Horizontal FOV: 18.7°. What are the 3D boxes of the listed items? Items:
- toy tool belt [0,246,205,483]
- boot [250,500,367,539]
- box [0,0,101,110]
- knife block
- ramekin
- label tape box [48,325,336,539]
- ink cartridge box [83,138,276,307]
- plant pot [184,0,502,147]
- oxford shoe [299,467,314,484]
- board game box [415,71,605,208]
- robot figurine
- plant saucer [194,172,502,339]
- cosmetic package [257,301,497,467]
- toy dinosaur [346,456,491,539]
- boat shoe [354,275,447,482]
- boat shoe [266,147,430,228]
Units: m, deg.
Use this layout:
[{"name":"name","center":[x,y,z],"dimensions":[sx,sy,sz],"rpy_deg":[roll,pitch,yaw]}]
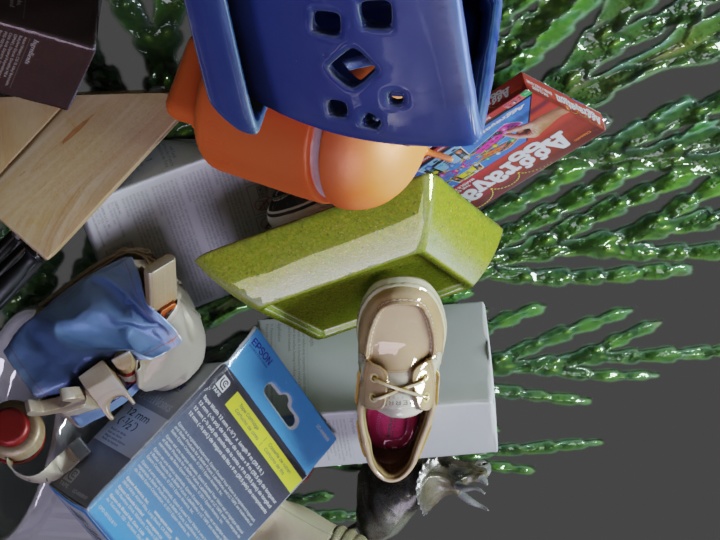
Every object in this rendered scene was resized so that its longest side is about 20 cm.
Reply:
[{"name":"toy tool belt","center":[-0.214,0.064,1.665],"dimensions":[0.200,0.125,0.123],"rpy_deg":[-38,164,-7]},{"name":"boot","center":[-0.075,0.263,2.025],"dimensions":[0.155,0.073,0.200],"rpy_deg":[26,147,4]},{"name":"box","center":[-0.282,-0.190,1.498],"dimensions":[0.200,0.100,0.075],"rpy_deg":[13,138,-17]},{"name":"knife block","center":[-0.224,-0.046,1.625],"dimensions":[0.200,0.064,0.176],"rpy_deg":[-2,98,-1]},{"name":"ramekin","center":[-0.248,0.136,1.823],"dimensions":[0.098,0.201,0.200],"rpy_deg":[11,139,-29]},{"name":"label tape box","center":[-0.132,0.154,1.756],"dimensions":[0.066,0.200,0.143],"rpy_deg":[19,151,48]},{"name":"ink cartridge box","center":[-0.116,-0.046,1.738],"dimensions":[0.200,0.057,0.163],"rpy_deg":[-23,140,-7]},{"name":"plant pot","center":[-0.015,-0.203,1.395],"dimensions":[0.180,0.200,0.200],"rpy_deg":[-4,123,11]},{"name":"oxford shoe","center":[-0.118,0.136,1.943],"dimensions":[0.075,0.070,0.200],"rpy_deg":[3,157,45]},{"name":"board game box","center":[0.081,-0.081,1.692],"dimensions":[0.200,0.019,0.103],"rpy_deg":[-32,147,31]},{"name":"robot figurine","center":[-0.035,-0.110,1.539],"dimensions":[0.200,0.117,0.144],"rpy_deg":[19,138,25]},{"name":"plant saucer","center":[0.000,0.000,1.710],"dimensions":[0.200,0.048,0.200],"rpy_deg":[-19,163,15]},{"name":"cosmetic package","center":[0.014,0.098,1.852],"dimensions":[0.200,0.113,0.081],"rpy_deg":[-3,140,3]},{"name":"toy dinosaur","center":[0.026,0.200,1.982],"dimensions":[0.077,0.102,0.200],"rpy_deg":[28,131,-31]},{"name":"boat shoe","center":[0.032,0.089,1.712],"dimensions":[0.074,0.069,0.200],"rpy_deg":[-2,136,-1]},{"name":"boat shoe","center":[-0.004,-0.098,1.652],"dimensions":[0.200,0.071,0.064],"rpy_deg":[-34,108,28]}]
